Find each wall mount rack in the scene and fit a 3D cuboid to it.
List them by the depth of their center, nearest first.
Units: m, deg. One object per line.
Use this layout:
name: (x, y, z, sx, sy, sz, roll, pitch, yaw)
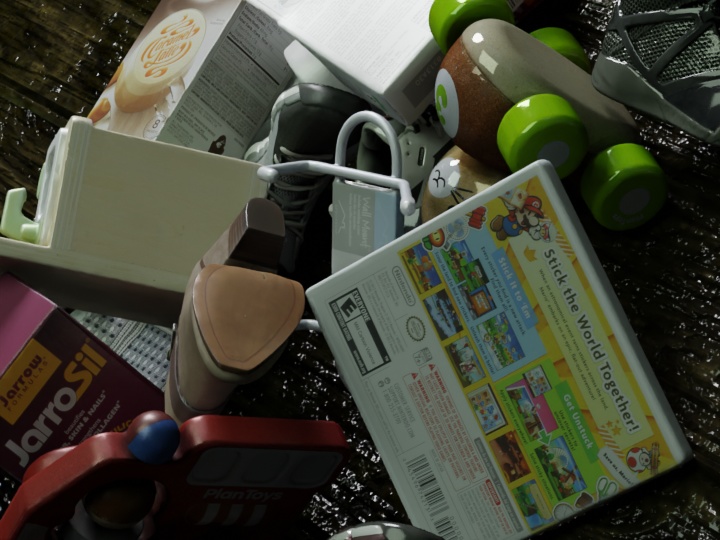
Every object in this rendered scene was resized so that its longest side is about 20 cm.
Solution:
wall mount rack: (0.000, 0.000, 1.554, 0.173, 0.074, 0.201, 14, 108, 48)

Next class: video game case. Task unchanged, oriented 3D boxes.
video game case: (0.081, 0.062, 1.431, 0.182, 0.023, 0.201, -29, 82, 25)

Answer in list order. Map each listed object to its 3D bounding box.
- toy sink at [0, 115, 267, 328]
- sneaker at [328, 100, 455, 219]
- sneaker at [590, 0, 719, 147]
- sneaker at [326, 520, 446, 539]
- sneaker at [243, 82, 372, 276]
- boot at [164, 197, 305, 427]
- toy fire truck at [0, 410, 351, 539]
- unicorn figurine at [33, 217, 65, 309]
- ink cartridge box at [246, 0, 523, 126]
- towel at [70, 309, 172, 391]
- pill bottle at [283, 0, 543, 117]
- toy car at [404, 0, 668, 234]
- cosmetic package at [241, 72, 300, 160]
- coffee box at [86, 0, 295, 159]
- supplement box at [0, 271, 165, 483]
toy sink: (-0.180, -0.036, 1.671, 0.130, 0.199, 0.113, 141, 139, -71)
sneaker: (0.049, -0.095, 1.672, 0.074, 0.088, 0.200, 8, 61, 51)
sneaker: (0.234, -0.140, 1.477, 0.199, 0.076, 0.115, 31, 120, 43)
sneaker: (-0.014, 0.232, 1.436, 0.200, 0.075, 0.116, -33, 41, 49)
sneaker: (-0.046, -0.054, 1.717, 0.200, 0.075, 0.116, 131, 153, -67)
boot: (-0.090, 0.052, 1.511, 0.200, 0.070, 0.147, -78, 12, -55)
toy fire truck: (-0.124, 0.146, 1.514, 0.168, 0.199, 0.112, -56, 39, 38)
unicorn figurine: (-0.233, -0.010, 1.880, 0.200, 0.074, 0.138, 121, 171, -45)
ink cartridge box: (0.019, -0.210, 1.674, 0.161, 0.050, 0.200, -48, 46, -5)
towel: (-0.186, 0.069, 1.807, 0.193, 0.035, 0.200, -52, 35, -7)
pill bottle: (0.046, -0.195, 1.749, 0.200, 0.110, 0.110, -41, 35, 10)
toy car: (0.077, -0.059, 1.568, 0.200, 0.158, 0.165, -48, 41, 20)
cosmetic package: (-0.068, -0.153, 1.882, 0.200, 0.052, 0.151, -46, 37, 3)
coffee box: (-0.124, -0.150, 1.826, 0.114, 0.080, 0.200, 11, 66, 51)
supplement box: (-0.197, 0.108, 1.636, 0.110, 0.200, 0.086, -53, 36, -8)
